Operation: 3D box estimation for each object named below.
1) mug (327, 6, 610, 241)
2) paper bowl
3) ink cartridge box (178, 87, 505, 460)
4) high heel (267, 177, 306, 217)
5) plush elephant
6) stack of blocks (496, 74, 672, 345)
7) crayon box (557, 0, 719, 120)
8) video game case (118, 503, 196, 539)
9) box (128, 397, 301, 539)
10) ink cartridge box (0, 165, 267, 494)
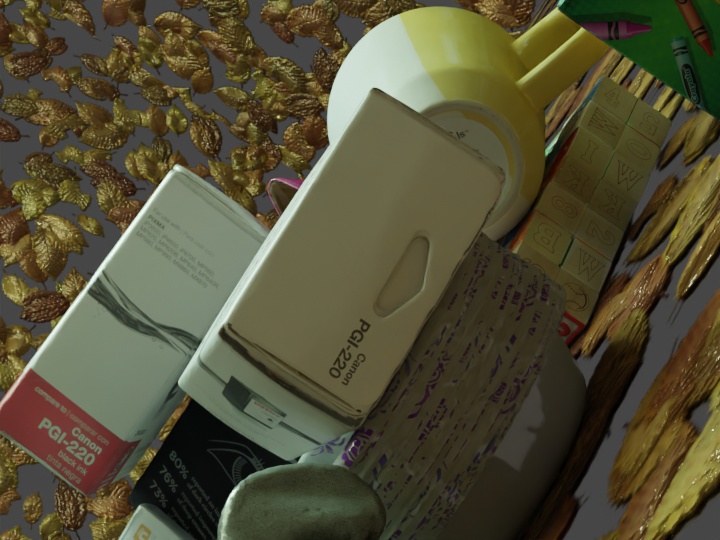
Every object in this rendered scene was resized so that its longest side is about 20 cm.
[{"bbox_3d":[0.060,-0.099,1.068,0.153,0.148,0.188,-96,26,-74],"label":"mug"},{"bbox_3d":[0.043,0.086,0.882,0.202,0.104,0.201,-56,3,4],"label":"paper bowl"},{"bbox_3d":[-0.016,0.010,0.860,0.146,0.084,0.200,-58,6,-15],"label":"ink cartridge box"},{"bbox_3d":[0.000,0.000,1.067,0.068,0.095,0.201,-55,28,20],"label":"high heel"},{"bbox_3d":[-0.026,0.182,0.748,0.201,0.153,0.166,76,172,-49],"label":"plush elephant"},{"bbox_3d":[0.124,-0.019,1.090,0.201,0.058,0.115,-60,4,-40],"label":"stack of blocks"},{"bbox_3d":[0.194,-0.178,1.043,0.058,0.118,0.200,-55,3,27],"label":"crayon box"},{"bbox_3d":[-0.131,0.283,1.084,0.201,0.182,0.022,-59,-33,3],"label":"video game case"},{"bbox_3d":[-0.042,0.134,1.118,0.104,0.148,0.201,-10,-36,-49],"label":"box"},{"bbox_3d":[-0.140,0.039,1.114,0.201,0.084,0.146,-55,-3,0],"label":"ink cartridge box"}]
